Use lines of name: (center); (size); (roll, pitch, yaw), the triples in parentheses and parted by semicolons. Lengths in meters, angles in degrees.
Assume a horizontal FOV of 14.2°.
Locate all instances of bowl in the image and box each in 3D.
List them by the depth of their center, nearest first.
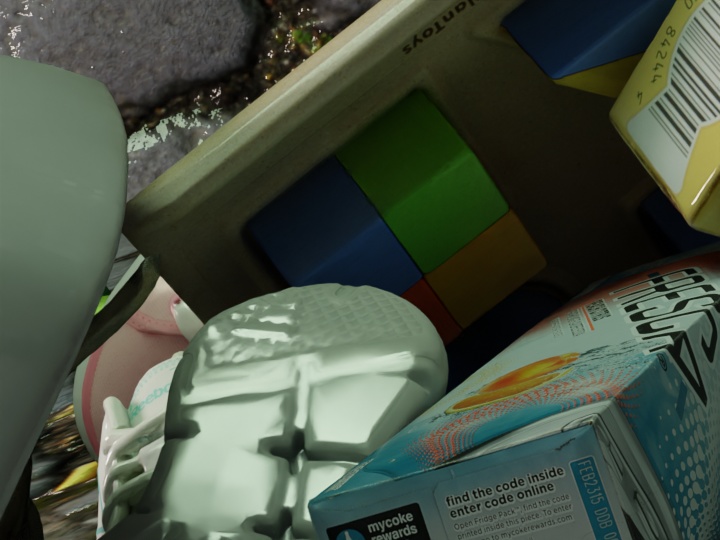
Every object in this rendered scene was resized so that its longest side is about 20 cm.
bowl: (-0.125, 0.044, 0.642); (0.074, 0.200, 0.200); (23, 11, -13)

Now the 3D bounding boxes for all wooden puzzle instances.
wooden puzzle: (0.056, -0.016, 0.734); (0.185, 0.046, 0.200); (-39, -36, 0)

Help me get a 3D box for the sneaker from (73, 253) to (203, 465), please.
sneaker: (0.000, 0.000, 0.848); (0.200, 0.075, 0.105); (-37, 14, 0)

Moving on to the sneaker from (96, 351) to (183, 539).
sneaker: (-0.047, 0.068, 0.753); (0.070, 0.081, 0.200); (-18, 8, 9)

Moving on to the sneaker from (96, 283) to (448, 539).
sneaker: (-0.027, 0.089, 0.601); (0.077, 0.082, 0.200); (11, 41, 23)

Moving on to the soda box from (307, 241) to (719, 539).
soda box: (0.060, 0.045, 0.625); (0.063, 0.069, 0.200); (-18, 5, 23)

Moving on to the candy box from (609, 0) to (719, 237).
candy box: (0.157, -0.088, 0.648); (0.116, 0.200, 0.057); (17, 23, -30)

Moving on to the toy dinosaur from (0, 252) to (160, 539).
toy dinosaur: (-0.092, 0.081, 0.691); (0.200, 0.047, 0.088); (122, 164, -51)

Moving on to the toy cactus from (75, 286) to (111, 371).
toy cactus: (-0.056, 0.023, 0.975); (0.199, 0.103, 0.165); (9, -27, -3)
